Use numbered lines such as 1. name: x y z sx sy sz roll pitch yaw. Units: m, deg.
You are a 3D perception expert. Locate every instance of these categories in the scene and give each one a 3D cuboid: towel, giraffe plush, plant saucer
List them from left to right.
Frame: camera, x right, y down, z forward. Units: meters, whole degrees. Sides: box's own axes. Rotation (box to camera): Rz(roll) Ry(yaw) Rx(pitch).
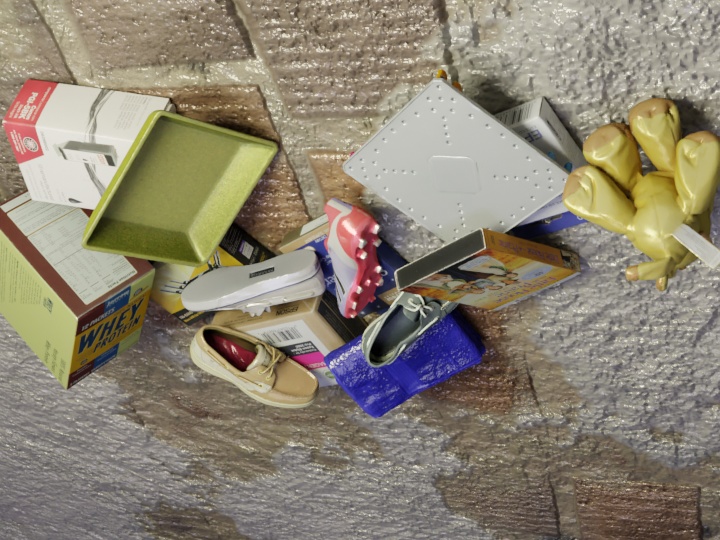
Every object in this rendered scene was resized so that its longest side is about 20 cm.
1. plant saucer: -0.226 -0.105 1.365 0.199 0.048 0.201 10 122 -49
2. towel: 0.065 0.125 1.576 0.199 0.050 0.148 -33 129 15
3. giraffe plush: 0.334 -0.066 1.227 0.172 0.201 0.162 -34 158 14

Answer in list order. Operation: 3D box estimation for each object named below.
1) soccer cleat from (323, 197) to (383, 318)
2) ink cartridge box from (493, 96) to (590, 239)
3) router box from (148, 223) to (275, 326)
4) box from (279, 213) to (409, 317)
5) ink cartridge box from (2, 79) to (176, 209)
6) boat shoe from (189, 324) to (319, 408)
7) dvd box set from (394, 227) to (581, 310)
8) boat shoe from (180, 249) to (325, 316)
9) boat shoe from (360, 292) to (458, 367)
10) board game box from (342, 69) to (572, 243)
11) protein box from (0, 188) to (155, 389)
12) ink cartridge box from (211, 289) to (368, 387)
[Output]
1. soccer cleat: -0.014 -0.014 1.452 0.076 0.067 0.201 39 152 22
2. ink cartridge box: 0.180 -0.096 1.330 0.198 0.041 0.200 -17 131 37
3. router box: -0.241 -0.012 1.587 0.157 0.053 0.199 38 138 -24
4. box: 0.000 0.000 1.527 0.200 0.033 0.121 39 137 -27
5. ink cartridge box: -0.332 -0.152 1.425 0.197 0.084 0.148 9 142 11
6. boat shoe: -0.149 0.136 1.594 0.198 0.075 0.067 21 148 -4
7. dvd box set: 0.160 0.002 1.390 0.146 0.030 0.199 -26 154 38
8. boat shoe: -0.142 0.031 1.510 0.198 0.071 0.070 -16 125 8
9. boat shoe: 0.076 0.055 1.480 0.073 0.062 0.200 43 108 -9
10. board game box: 0.110 -0.117 1.277 0.199 0.026 0.200 33 141 -17
11. protein box: -0.409 0.014 1.553 0.200 0.135 0.199 46 144 13
12. ink cartridge box: -0.097 0.099 1.651 0.198 0.076 0.165 -14 132 32
